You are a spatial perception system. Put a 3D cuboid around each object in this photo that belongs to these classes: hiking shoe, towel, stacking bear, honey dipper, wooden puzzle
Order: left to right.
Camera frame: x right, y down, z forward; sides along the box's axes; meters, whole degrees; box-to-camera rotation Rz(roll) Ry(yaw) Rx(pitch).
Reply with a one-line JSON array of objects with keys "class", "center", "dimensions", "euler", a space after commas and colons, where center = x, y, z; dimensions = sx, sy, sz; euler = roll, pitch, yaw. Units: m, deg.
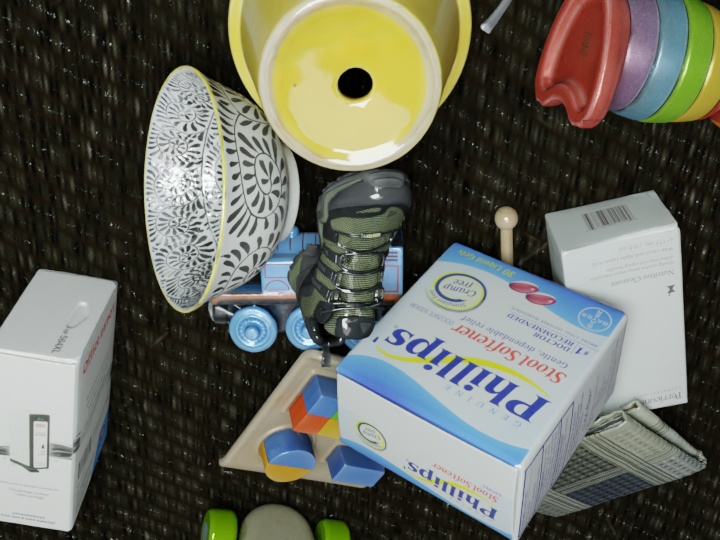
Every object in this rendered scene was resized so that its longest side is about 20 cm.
[{"class": "wooden puzzle", "center": [-0.020, 0.165, 0.960], "dimensions": [0.183, 0.047, 0.200], "euler": [16, 130, -33]}, {"class": "hiking shoe", "center": [0.000, 0.000, 0.759], "dimensions": [0.075, 0.102, 0.201], "euler": [-6, 153, -22]}, {"class": "honey dipper", "center": [0.144, 0.031, 0.940], "dimensions": [0.037, 0.038, 0.203], "euler": [-6, 116, 3]}, {"class": "towel", "center": [0.233, 0.198, 0.986], "dimensions": [0.191, 0.035, 0.199], "euler": [-28, 142, 29]}, {"class": "stacking bear", "center": [0.264, -0.168, 0.787], "dimensions": [0.197, 0.122, 0.115], "euler": [8, 111, -15]}]

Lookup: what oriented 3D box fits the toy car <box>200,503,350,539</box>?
[{"class": "toy car", "center": [-0.114, 0.378, 1.079], "dimensions": [0.162, 0.159, 0.201], "euler": [11, 131, -18]}]

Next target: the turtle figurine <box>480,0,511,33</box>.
[{"class": "turtle figurine", "center": [0.171, -0.228, 0.648], "dimensions": [0.192, 0.202, 0.144], "euler": [5, 139, -32]}]

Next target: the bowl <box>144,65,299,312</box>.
[{"class": "bowl", "center": [-0.111, -0.067, 0.814], "dimensions": [0.093, 0.201, 0.203], "euler": [-1, 124, -30]}]

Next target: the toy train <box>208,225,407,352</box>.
[{"class": "toy train", "center": [-0.047, 0.011, 0.900], "dimensions": [0.197, 0.087, 0.116], "euler": [1, 111, 2]}]

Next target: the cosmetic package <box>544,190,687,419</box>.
[{"class": "cosmetic package", "center": [0.246, 0.037, 0.915], "dimensions": [0.111, 0.081, 0.202], "euler": [-13, 118, 5]}]

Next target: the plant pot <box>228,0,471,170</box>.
[{"class": "plant pot", "center": [-0.007, -0.173, 0.732], "dimensions": [0.197, 0.190, 0.203], "euler": [-1, 121, -1]}]

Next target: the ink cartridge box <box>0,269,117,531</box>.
[{"class": "ink cartridge box", "center": [-0.295, 0.122, 0.921], "dimensions": [0.083, 0.147, 0.202], "euler": [9, 119, -4]}]

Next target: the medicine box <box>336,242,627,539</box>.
[{"class": "medicine box", "center": [0.106, 0.096, 0.836], "dimensions": [0.181, 0.200, 0.104], "euler": [24, 138, 27]}]
